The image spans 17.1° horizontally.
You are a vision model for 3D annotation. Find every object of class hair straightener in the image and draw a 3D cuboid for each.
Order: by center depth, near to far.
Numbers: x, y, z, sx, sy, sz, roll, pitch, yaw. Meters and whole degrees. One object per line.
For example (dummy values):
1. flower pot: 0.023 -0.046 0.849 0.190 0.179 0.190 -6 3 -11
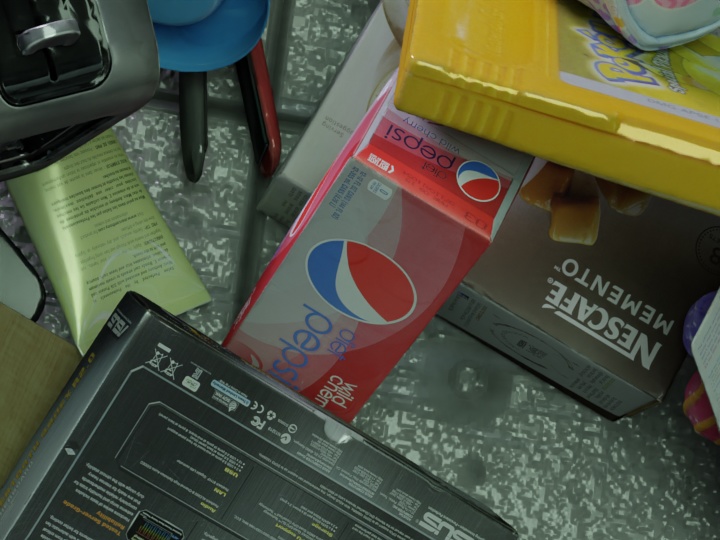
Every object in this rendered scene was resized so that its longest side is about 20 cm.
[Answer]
1. hair straightener: -0.089 -0.137 1.121 0.077 0.041 0.201 -7 80 -12

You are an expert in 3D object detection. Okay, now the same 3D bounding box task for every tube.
1. tube: -0.143 -0.061 1.092 0.058 0.052 0.200 -29 86 2

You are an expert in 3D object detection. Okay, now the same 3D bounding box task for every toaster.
1. toaster: -0.201 -0.089 0.967 0.180 0.200 0.119 -16 88 -28

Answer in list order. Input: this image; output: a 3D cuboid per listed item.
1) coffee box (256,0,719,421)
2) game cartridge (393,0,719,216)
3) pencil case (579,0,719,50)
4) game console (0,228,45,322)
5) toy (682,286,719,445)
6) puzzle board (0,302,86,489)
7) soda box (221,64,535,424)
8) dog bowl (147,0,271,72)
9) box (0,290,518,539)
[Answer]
1. coffee box: 0.068 -0.030 1.109 0.200 0.080 0.115 32 75 -3
2. game cartridge: 0.115 -0.078 0.980 0.199 0.176 0.033 18 114 -4
3. pencil case: 0.092 -0.173 1.020 0.083 0.200 0.091 24 107 -43
4. game console: -0.261 -0.012 1.022 0.176 0.116 0.200 -39 88 -6
5. toy: 0.175 0.048 1.072 0.047 0.200 0.115 9 55 33
6. puzzle board: -0.183 0.110 1.026 0.151 0.017 0.200 35 70 -42
7. soda box: 0.000 0.000 1.026 0.070 0.200 0.063 30 52 -3
8. dog bowl: -0.120 -0.170 1.049 0.200 0.111 0.050 33 51 -10
9. box: -0.055 0.127 1.028 0.200 0.048 0.159 32 91 -17
